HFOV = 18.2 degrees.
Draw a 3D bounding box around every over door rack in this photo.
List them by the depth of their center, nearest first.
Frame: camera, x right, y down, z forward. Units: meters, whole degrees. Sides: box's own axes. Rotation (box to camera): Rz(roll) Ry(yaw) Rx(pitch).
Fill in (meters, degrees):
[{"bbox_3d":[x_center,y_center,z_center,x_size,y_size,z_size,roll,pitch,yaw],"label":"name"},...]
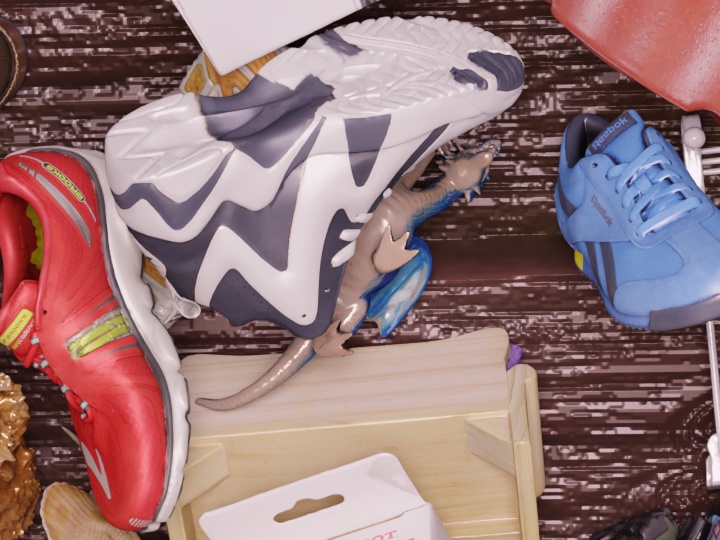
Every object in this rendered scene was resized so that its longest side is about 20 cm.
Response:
[{"bbox_3d":[0.244,0.015,1.141,0.147,0.067,0.201,-6,99,5],"label":"over door rack"}]

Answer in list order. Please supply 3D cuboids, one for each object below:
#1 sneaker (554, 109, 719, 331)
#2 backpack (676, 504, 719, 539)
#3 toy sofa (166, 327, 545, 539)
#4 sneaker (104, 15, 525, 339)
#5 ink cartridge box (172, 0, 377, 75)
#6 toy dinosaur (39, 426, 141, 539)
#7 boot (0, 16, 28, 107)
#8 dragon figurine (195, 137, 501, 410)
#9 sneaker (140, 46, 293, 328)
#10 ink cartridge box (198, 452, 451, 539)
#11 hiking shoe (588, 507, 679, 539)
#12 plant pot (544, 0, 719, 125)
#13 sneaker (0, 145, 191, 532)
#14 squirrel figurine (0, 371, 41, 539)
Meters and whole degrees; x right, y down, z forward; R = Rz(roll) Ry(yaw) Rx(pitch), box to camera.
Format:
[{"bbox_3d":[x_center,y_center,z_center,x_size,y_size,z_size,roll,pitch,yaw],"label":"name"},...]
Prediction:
[{"bbox_3d":[0.134,-0.028,1.072,0.066,0.200,0.079,-19,108,-5],"label":"sneaker"},{"bbox_3d":[0.247,0.130,1.054,0.134,0.200,0.183,21,112,-7],"label":"backpack"},{"bbox_3d":[-0.004,0.098,1.170,0.199,0.098,0.083,-6,124,4],"label":"toy sofa"},{"bbox_3d":[-0.013,-0.034,1.059,0.198,0.080,0.130,-23,132,-13],"label":"sneaker"},{"bbox_3d":[-0.007,-0.199,1.070,0.199,0.145,0.084,-25,128,7],"label":"ink cartridge box"},{"bbox_3d":[-0.125,0.142,1.119,0.058,0.200,0.101,-31,107,17],"label":"toy dinosaur"},{"bbox_3d":[-0.253,-0.050,1.139,0.075,0.097,0.200,40,99,-5],"label":"boot"},{"bbox_3d":[0.000,0.000,1.148,0.059,0.099,0.200,37,109,11],"label":"dragon figurine"},{"bbox_3d":[-0.072,-0.030,1.146,0.200,0.087,0.076,-51,61,30],"label":"sneaker"},{"bbox_3d":[0.007,0.194,1.137,0.116,0.068,0.200,-21,124,14],"label":"ink cartridge box"},{"bbox_3d":[0.133,0.206,1.121,0.076,0.200,0.101,-30,101,42],"label":"hiking shoe"},{"bbox_3d":[0.193,-0.177,1.057,0.200,0.201,0.196,31,108,-3],"label":"plant pot"},{"bbox_3d":[-0.145,0.036,1.102,0.077,0.085,0.201,-32,71,46],"label":"sneaker"},{"bbox_3d":[-0.261,0.104,1.122,0.200,0.142,0.187,-38,130,-8],"label":"squirrel figurine"}]
